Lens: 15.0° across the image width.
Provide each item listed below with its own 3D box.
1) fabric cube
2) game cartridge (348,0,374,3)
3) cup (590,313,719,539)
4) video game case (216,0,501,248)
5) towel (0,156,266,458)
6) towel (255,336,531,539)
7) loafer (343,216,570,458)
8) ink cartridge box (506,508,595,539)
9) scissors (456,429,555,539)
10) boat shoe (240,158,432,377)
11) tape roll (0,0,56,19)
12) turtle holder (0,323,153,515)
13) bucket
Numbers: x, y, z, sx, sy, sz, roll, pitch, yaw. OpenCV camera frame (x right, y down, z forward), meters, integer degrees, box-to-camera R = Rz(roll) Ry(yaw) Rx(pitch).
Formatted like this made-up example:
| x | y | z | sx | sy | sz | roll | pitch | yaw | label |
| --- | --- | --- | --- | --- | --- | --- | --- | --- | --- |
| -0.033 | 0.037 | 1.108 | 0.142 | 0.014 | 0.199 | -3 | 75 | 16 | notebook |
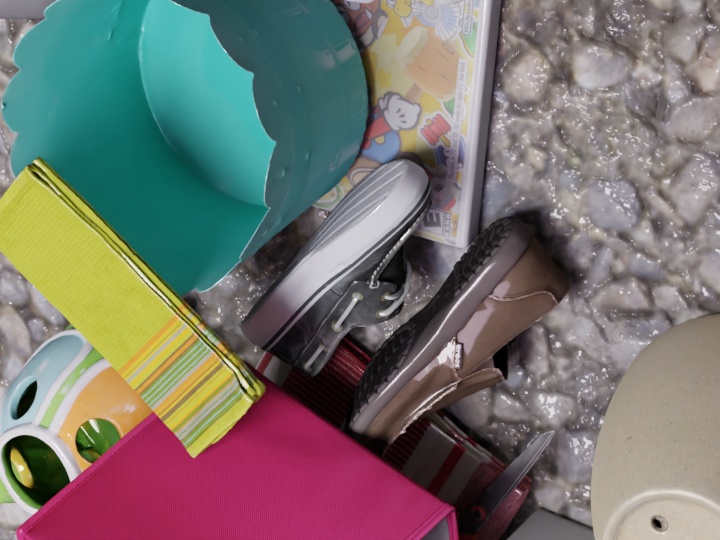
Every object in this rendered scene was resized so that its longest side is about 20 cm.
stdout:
| x | y | z | sx | sy | sz | roll | pitch | yaw | label |
| --- | --- | --- | --- | --- | --- | --- | --- | --- | --- |
| -0.070 | 0.215 | 1.747 | 0.199 | 0.196 | 0.200 | 32 | 150 | 29 | fabric cube |
| -0.046 | -0.223 | 1.623 | 0.200 | 0.133 | 0.042 | 23 | 121 | 19 | game cartridge |
| 0.218 | 0.144 | 1.646 | 0.200 | 0.143 | 0.200 | 12 | 117 | 24 | cup |
| -0.003 | -0.127 | 1.714 | 0.182 | 0.023 | 0.200 | 16 | 120 | 22 | video game case |
| -0.149 | 0.025 | 1.676 | 0.200 | 0.018 | 0.086 | 46 | 134 | 1 | towel |
| 0.006 | 0.131 | 1.832 | 0.200 | 0.023 | 0.144 | 38 | 127 | 10 | towel |
| 0.060 | 0.058 | 1.725 | 0.071 | 0.073 | 0.200 | 35 | 119 | -11 | loafer |
| 0.103 | 0.279 | 1.771 | 0.083 | 0.147 | 0.200 | 21 | 120 | 22 | ink cartridge box |
| 0.076 | 0.168 | 1.787 | 0.200 | 0.014 | 0.073 | -33 | 91 | 38 | scissors |
| 0.000 | 0.000 | 1.728 | 0.071 | 0.072 | 0.200 | 37 | 139 | -8 | boat shoe |
| -0.229 | -0.256 | 1.702 | 0.200 | 0.066 | 0.200 | 7 | 100 | 47 | tape roll |
| -0.190 | 0.103 | 1.852 | 0.185 | 0.132 | 0.141 | 10 | 123 | 37 | turtle holder |
| -0.104 | -0.098 | 1.685 | 0.207 | 0.135 | 0.207 | 13 | 117 | 28 | bucket |
